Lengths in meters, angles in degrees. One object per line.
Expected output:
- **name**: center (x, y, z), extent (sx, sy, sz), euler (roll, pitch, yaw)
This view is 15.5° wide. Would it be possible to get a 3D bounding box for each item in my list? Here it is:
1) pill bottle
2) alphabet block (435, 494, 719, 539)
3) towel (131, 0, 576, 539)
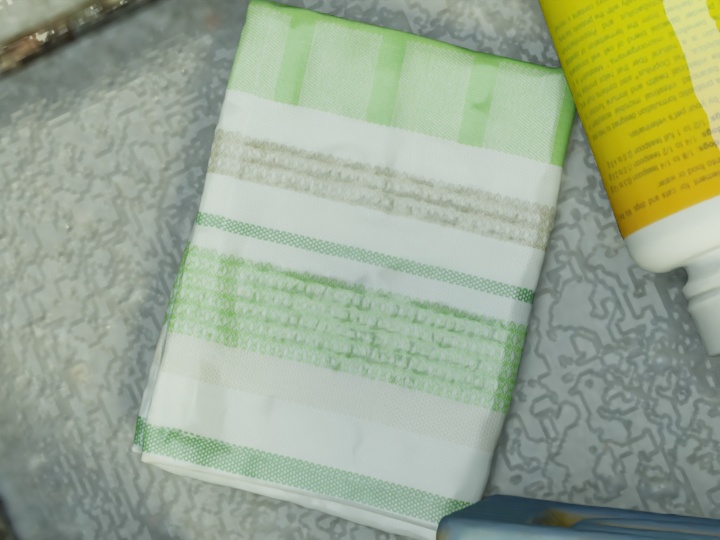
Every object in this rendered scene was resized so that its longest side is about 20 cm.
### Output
- **pill bottle**: center (0.138, -0.073, 1.031), extent (0.109, 0.109, 0.201), euler (-20, 84, 8)
- **alphabet block**: center (0.121, 0.195, 0.979), extent (0.194, 0.196, 0.201), euler (6, 89, 10)
- **towel**: center (0.000, 0.000, 1.095), extent (0.148, 0.031, 0.201), euler (14, 88, 7)
